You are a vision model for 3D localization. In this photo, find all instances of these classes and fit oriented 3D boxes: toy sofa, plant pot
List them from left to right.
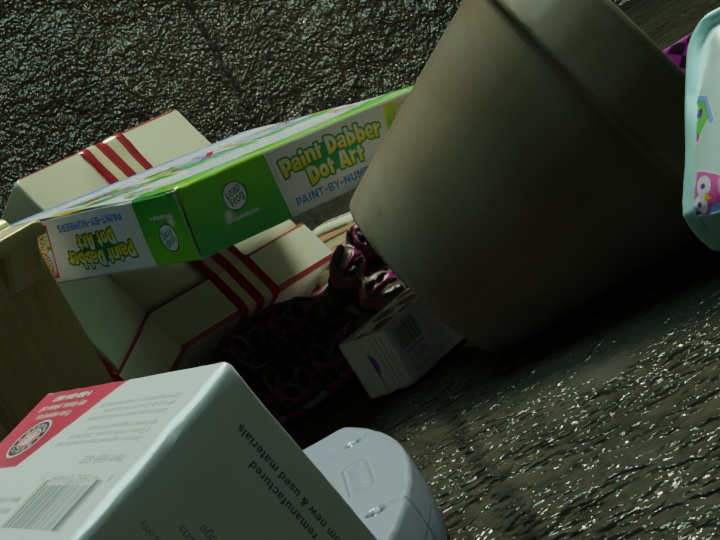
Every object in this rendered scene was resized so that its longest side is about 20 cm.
[{"bbox_3d":[-0.185,0.075,0.876,0.083,0.200,0.098,-34,15,-28],"label":"toy sofa"},{"bbox_3d":[0.093,-0.056,0.816,0.174,0.200,0.200,-45,5,10],"label":"plant pot"}]

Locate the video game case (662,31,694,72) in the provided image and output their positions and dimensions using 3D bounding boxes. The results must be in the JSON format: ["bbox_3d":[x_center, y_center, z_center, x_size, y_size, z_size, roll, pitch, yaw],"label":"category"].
[{"bbox_3d":[0.169,-0.093,1.103,0.200,0.036,0.181,-32,-9,-14],"label":"video game case"}]

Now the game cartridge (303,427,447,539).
[{"bbox_3d":[-0.031,0.118,0.619,0.133,0.041,0.200,-34,7,0],"label":"game cartridge"}]

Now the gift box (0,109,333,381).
[{"bbox_3d":[-0.143,0.030,1.078,0.185,0.187,0.200,-35,-18,-41],"label":"gift box"}]

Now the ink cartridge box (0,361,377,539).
[{"bbox_3d":[-0.111,0.130,0.476,0.200,0.083,0.145,-48,20,-29],"label":"ink cartridge box"}]

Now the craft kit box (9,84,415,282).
[{"bbox_3d":[-0.080,-0.050,0.910,0.200,0.049,0.197,-27,9,-38],"label":"craft kit box"}]

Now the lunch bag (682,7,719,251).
[{"bbox_3d":[0.240,-0.092,0.661,0.170,0.122,0.200,-18,22,50],"label":"lunch bag"}]

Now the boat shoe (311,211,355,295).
[{"bbox_3d":[0.000,0.000,1.155,0.200,0.076,0.072,-44,28,47],"label":"boat shoe"}]

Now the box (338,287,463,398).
[{"bbox_3d":[0.061,0.014,0.954,0.039,0.041,0.200,-23,11,42],"label":"box"}]

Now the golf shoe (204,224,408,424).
[{"bbox_3d":[-0.025,0.050,1.001,0.200,0.073,0.092,-40,-24,-23],"label":"golf shoe"}]
